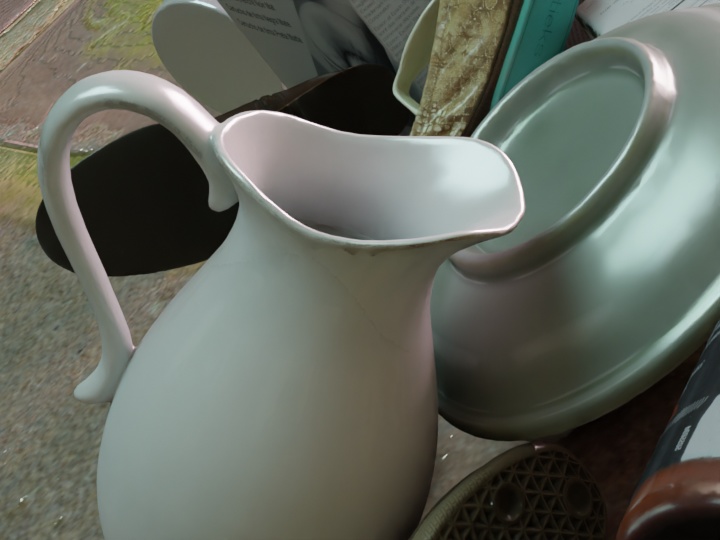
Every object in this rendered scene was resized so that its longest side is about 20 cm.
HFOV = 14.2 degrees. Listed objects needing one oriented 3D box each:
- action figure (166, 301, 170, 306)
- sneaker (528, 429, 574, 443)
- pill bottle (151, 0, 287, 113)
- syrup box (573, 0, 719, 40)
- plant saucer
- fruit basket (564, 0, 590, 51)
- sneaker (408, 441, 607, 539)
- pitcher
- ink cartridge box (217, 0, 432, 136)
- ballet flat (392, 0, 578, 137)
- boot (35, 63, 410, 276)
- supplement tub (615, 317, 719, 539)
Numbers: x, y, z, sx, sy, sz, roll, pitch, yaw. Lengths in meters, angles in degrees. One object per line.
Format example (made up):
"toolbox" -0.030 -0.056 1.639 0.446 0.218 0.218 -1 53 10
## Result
"action figure" 0.000 0.000 1.316 0.200 0.055 0.118 -26 23 18
"sneaker" 0.109 -0.014 1.171 0.099 0.078 0.200 -19 39 25
"pill bottle" -0.029 -0.180 1.599 0.112 0.112 0.200 -9 36 48
"syrup box" 0.165 -0.076 1.177 0.081 0.079 0.200 -38 23 1
"plant saucer" 0.083 -0.032 1.074 0.200 0.050 0.200 -36 30 24
"fruit basket" 0.128 -0.189 1.331 0.200 0.185 0.094 -38 63 -7
"sneaker" 0.010 0.139 1.026 0.075 0.070 0.200 -12 33 54
"pitcher" -0.048 0.032 1.045 0.121 0.171 0.200 -62 -9 -59
"ink cartridge box" -0.017 -0.127 1.379 0.041 0.200 0.200 -44 23 -12
"ballet flat" 0.038 -0.054 1.247 0.065 0.070 0.200 19 90 35
"boot" -0.076 -0.035 1.367 0.186 0.064 0.200 -20 0 -15
"supplement tub" 0.163 0.040 0.938 0.107 0.107 0.200 -15 33 42
